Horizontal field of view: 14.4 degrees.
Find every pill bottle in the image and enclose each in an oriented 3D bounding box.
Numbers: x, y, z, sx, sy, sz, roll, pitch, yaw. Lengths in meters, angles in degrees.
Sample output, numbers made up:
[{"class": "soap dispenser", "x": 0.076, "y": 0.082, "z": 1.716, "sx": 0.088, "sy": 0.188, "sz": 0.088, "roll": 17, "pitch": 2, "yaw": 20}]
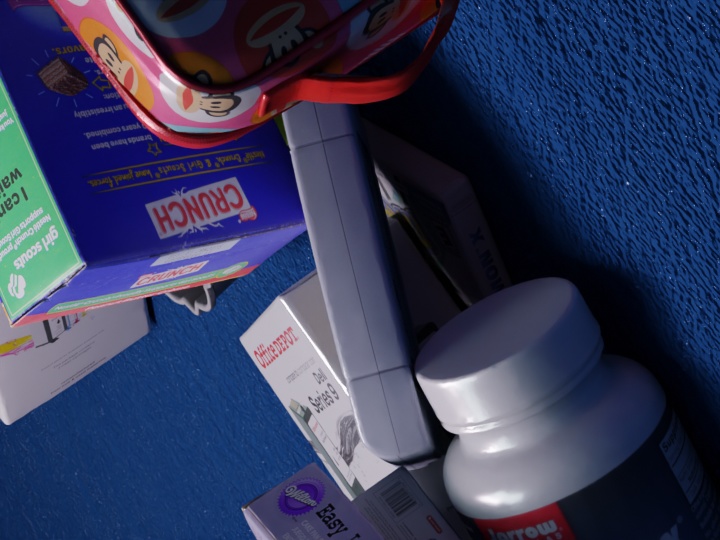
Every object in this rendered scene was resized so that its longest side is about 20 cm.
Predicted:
[{"class": "pill bottle", "x": 0.110, "y": 0.111, "z": 1.410, "sx": 0.200, "sy": 0.120, "sz": 0.120, "roll": 60, "pitch": 163, "yaw": -18}]

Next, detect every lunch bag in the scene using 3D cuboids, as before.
[{"class": "lunch bag", "x": -0.028, "y": -0.146, "z": 1.166, "sx": 0.176, "sy": 0.200, "sz": 0.082, "roll": 53, "pitch": 159, "yaw": 11}]

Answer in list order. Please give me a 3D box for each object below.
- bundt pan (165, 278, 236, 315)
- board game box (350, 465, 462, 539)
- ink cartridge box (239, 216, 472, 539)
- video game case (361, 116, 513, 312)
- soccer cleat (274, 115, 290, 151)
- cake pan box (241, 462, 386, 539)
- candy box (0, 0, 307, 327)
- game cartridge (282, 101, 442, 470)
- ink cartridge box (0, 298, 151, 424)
[{"class": "bundt pan", "x": -0.124, "y": -0.076, "z": 1.791, "sx": 0.202, "sy": 0.076, "sz": 0.202, "roll": 48, "pitch": 162, "yaw": 21}, {"class": "board game box", "x": 0.071, "y": 0.206, "z": 1.442, "sx": 0.200, "sy": 0.034, "sz": 0.135, "roll": 51, "pitch": 169, "yaw": 26}, {"class": "ink cartridge box", "x": 0.029, "y": 0.084, "z": 1.578, "sx": 0.200, "sy": 0.084, "sz": 0.146, "roll": 55, "pitch": 164, "yaw": 3}, {"class": "video game case", "x": 0.030, "y": -0.006, "z": 1.588, "sx": 0.200, "sy": 0.022, "sz": 0.183, "roll": 32, "pitch": 152, "yaw": 53}, {"class": "soccer cleat", "x": -0.082, "y": -0.128, "z": 1.614, "sx": 0.200, "sy": 0.068, "sz": 0.081, "roll": 42, "pitch": -179, "yaw": 32}, {"class": "cake pan box", "x": 0.032, "y": 0.216, "z": 1.418, "sx": 0.184, "sy": 0.052, "sz": 0.200, "roll": 46, "pitch": 165, "yaw": 52}, {"class": "candy box", "x": -0.138, "y": -0.085, "z": 1.492, "sx": 0.077, "sy": 0.169, "sz": 0.200, "roll": -38, "pitch": 71, "yaw": 42}, {"class": "game cartridge", "x": 0.000, "y": 0.000, "z": 1.444, "sx": 0.133, "sy": 0.041, "sz": 0.200, "roll": 33, "pitch": -137, "yaw": -78}, {"class": "ink cartridge box", "x": -0.267, "y": -0.012, "z": 2.200, "sx": 0.147, "sy": 0.145, "sz": 0.200, "roll": 49, "pitch": 162, "yaw": 25}]
